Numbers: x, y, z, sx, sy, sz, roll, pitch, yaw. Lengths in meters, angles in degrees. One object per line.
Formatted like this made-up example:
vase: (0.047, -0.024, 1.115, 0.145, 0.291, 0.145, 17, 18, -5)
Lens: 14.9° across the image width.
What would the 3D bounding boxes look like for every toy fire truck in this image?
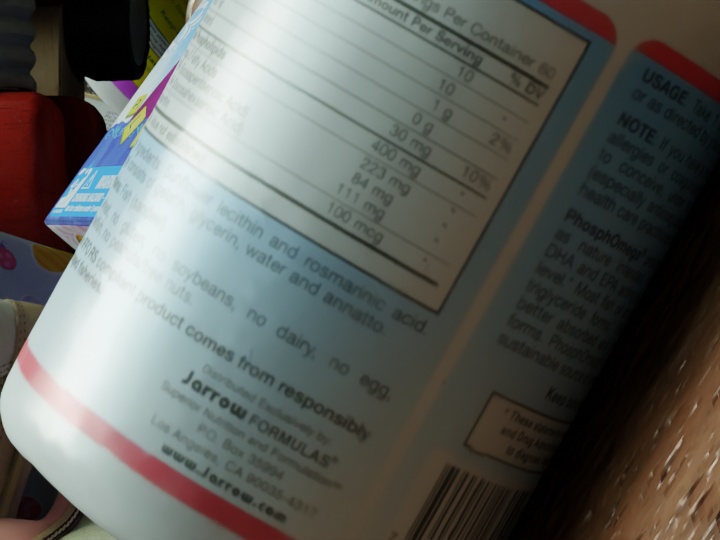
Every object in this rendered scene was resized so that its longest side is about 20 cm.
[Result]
toy fire truck: (-0.119, -0.089, 0.939, 0.200, 0.128, 0.178, 24, -113, -83)

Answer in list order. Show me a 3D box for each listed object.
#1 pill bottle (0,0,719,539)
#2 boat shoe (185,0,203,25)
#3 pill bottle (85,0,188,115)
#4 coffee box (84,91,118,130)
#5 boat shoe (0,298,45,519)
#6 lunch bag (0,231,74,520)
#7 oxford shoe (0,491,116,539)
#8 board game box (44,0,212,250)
pill bottle: (0.016, -0.030, 0.570, 0.201, 0.108, 0.109, -60, 9, 3)
boat shoe: (0.009, -0.134, 0.918, 0.067, 0.072, 0.200, 14, 58, 50)
pill bottle: (-0.023, -0.132, 1.052, 0.200, 0.104, 0.105, -31, 29, 45)
coffee box: (-0.130, 0.028, 1.104, 0.200, 0.079, 0.115, -61, -19, -51)
boat shoe: (-0.130, 0.103, 0.808, 0.071, 0.064, 0.201, 45, 125, 55)
lunch bag: (-0.194, 0.071, 0.900, 0.200, 0.169, 0.128, -43, 41, 32)
oxford shoe: (-0.056, 0.088, 0.801, 0.200, 0.073, 0.071, -48, -36, -62)
board game box: (0.010, -0.080, 0.766, 0.200, 0.041, 0.200, -55, 20, -13)
